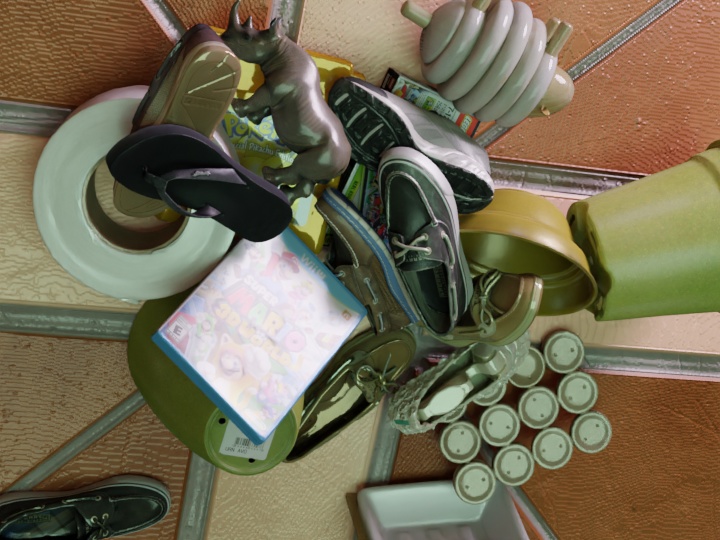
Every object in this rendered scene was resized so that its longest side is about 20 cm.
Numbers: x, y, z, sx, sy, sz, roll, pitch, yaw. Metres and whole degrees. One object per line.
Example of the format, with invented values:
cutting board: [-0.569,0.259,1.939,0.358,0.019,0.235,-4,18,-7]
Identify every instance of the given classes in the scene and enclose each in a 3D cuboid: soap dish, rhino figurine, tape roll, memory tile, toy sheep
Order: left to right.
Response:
tape roll: [-0.215,-0.075,1.431,0.201,0.071,0.204,-1,107,-3]
rhino figurine: [-0.076,-0.168,1.417,0.087,0.060,0.201,-23,95,14]
soap dish: [0.093,0.319,1.680,0.199,0.158,0.082,-2,130,-17]
toy sheep: [0.128,-0.219,1.475,0.199,0.138,0.138,30,102,-11]
memory tile: [0.181,0.166,1.688,0.199,0.017,0.154,-22,96,-6]

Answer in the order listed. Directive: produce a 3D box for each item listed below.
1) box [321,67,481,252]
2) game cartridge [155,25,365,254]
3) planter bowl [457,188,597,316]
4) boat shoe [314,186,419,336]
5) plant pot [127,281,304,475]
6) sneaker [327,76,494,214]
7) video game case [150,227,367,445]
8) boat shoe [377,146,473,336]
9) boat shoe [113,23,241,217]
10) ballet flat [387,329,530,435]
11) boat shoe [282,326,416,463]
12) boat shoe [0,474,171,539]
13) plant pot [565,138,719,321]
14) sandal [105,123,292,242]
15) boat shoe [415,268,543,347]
box: [0.037,-0.100,1.546,0.110,0.035,0.201,20,105,-24]
game cartridge: [-0.100,-0.129,1.475,0.175,0.032,0.201,12,109,-10]
planter bowl: [0.160,-0.031,1.562,0.200,0.200,0.084,26,65,-25]
boat shoe: [0.000,0.000,1.505,0.072,0.072,0.200,-37,127,0]
plant pot: [-0.130,0.119,1.494,0.186,0.200,0.188,-7,114,-15]
sneaker: [0.050,-0.133,1.470,0.200,0.080,0.074,32,131,-24]
video game case: [-0.092,0.051,1.409,0.143,0.200,0.018,46,139,-7]
boat shoe: [0.064,-0.026,1.457,0.070,0.064,0.201,-8,122,26]
boat shoe: [-0.172,-0.136,1.345,0.072,0.065,0.200,11,128,-30]
ballet flat: [0.120,0.119,1.621,0.200,0.072,0.072,-36,119,-16]
boat shoe: [-0.014,0.139,1.615,0.200,0.063,0.073,-42,117,2]
boat shoe: [-0.301,0.269,1.584,0.199,0.057,0.069,-5,113,-15]
plant pot: [0.325,-0.026,1.580,0.183,0.201,0.201,-12,115,-8]
sandal: [-0.138,-0.075,1.338,0.199,0.043,0.076,22,121,-37]
boat shoe: [0.120,0.038,1.549,0.063,0.200,0.074,20,75,-23]
